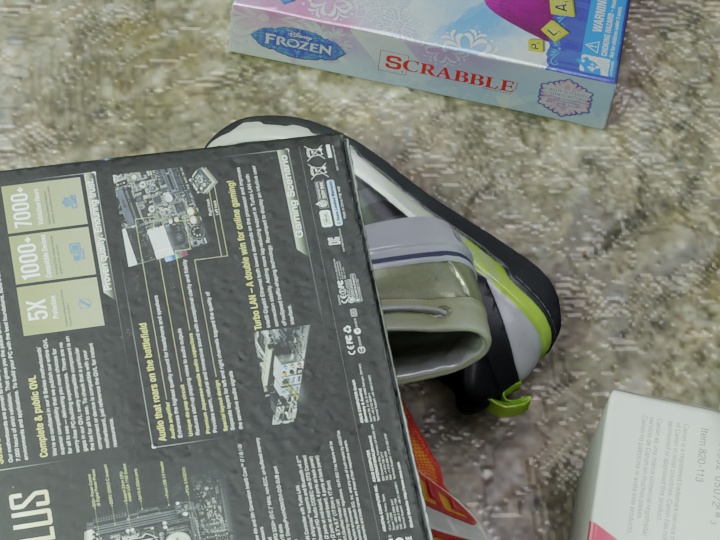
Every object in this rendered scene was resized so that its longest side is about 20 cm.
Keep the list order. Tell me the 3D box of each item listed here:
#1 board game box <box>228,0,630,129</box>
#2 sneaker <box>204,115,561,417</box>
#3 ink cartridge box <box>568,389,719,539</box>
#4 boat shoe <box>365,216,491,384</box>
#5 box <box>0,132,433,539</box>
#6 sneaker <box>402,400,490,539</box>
[{"bbox_3d":[0.048,-0.181,1.285,0.199,0.041,0.200,11,55,1],"label":"board game box"},{"bbox_3d":[0.000,0.000,1.138,0.200,0.072,0.083,29,60,14],"label":"sneaker"},{"bbox_3d":[0.189,0.150,1.049,0.200,0.083,0.147,12,55,1],"label":"ink cartridge box"},{"bbox_3d":[-0.041,0.029,1.029,0.200,0.072,0.062,-16,50,-10],"label":"boat shoe"},{"bbox_3d":[-0.070,0.061,0.935,0.164,0.086,0.200,-8,68,-12],"label":"box"},{"bbox_3d":[-0.001,0.088,1.077,0.073,0.077,0.200,-27,61,-4],"label":"sneaker"}]
